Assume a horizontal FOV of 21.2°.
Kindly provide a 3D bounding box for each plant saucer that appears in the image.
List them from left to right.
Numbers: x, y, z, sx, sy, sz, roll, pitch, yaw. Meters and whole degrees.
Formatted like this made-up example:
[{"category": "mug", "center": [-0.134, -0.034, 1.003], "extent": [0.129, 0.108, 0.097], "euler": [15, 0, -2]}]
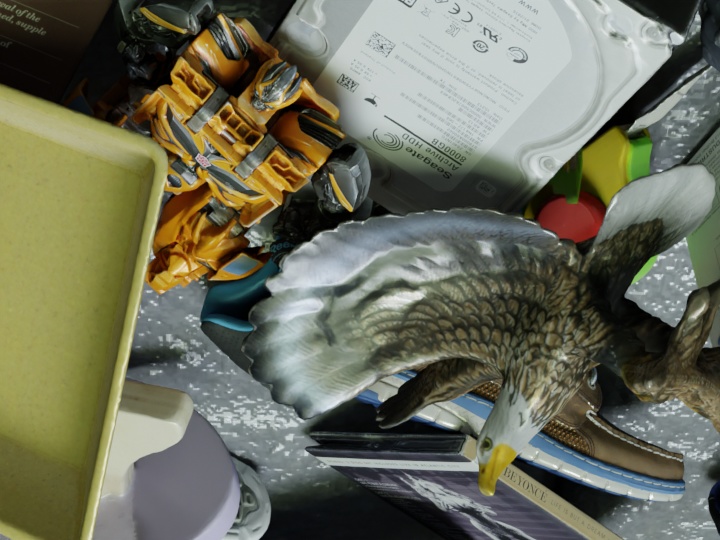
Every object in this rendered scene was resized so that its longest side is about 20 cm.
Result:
[{"category": "plant saucer", "center": [-0.179, 0.003, 0.872], "extent": [0.199, 0.048, 0.201], "euler": [21, 110, 19]}]

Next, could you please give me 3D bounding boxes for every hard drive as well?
[{"category": "hard drive", "center": [0.037, -0.093, 0.825], "extent": [0.139, 0.038, 0.200], "euler": [32, 147, -7]}]

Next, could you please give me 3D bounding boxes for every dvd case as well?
[{"category": "dvd case", "center": [0.082, 0.145, 1.124], "extent": [0.200, 0.016, 0.148], "euler": [35, 158, -30]}]

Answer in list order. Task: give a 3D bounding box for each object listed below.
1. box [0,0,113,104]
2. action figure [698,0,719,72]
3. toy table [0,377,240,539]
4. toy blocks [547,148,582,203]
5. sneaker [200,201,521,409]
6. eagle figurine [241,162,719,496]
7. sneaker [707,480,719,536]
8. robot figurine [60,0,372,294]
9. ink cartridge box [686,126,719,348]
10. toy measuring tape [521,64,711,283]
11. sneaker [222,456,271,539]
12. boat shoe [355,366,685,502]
[{"category": "box", "center": [-0.136, -0.176, 0.838], "extent": [0.100, 0.075, 0.200], "euler": [21, 127, -18]}, {"category": "action figure", "center": [0.171, -0.132, 0.814], "extent": [0.104, 0.193, 0.201], "euler": [-30, 92, 3]}, {"category": "toy table", "center": [-0.170, 0.086, 1.017], "extent": [0.199, 0.185, 0.117], "euler": [-1, 144, 9]}, {"category": "toy blocks", "center": [0.034, -0.120, 0.891], "extent": [0.136, 0.100, 0.200], "euler": [4, 141, 11]}, {"category": "sneaker", "center": [0.000, 0.000, 1.002], "extent": [0.082, 0.073, 0.200], "euler": [35, 122, -27]}, {"category": "eagle figurine", "center": [0.066, 0.030, 0.871], "extent": [0.199, 0.151, 0.152], "euler": [13, 129, 37]}, {"category": "sneaker", "center": [0.274, 0.152, 1.155], "extent": [0.115, 0.081, 0.200], "euler": [-16, 124, 18]}, {"category": "robot figurine", "center": [-0.075, -0.052, 0.878], "extent": [0.145, 0.058, 0.200], "euler": [43, 156, -9]}, {"category": "ink cartridge box", "center": [0.229, -0.008, 0.915], "extent": [0.076, 0.201, 0.137], "euler": [22, 129, -21]}, {"category": "toy measuring tape", "center": [0.146, -0.042, 0.967], "extent": [0.073, 0.074, 0.200], "euler": [35, 123, -29]}, {"category": "sneaker", "center": [-0.159, 0.149, 1.134], "extent": [0.199, 0.078, 0.100], "euler": [16, 134, -15]}, {"category": "boat shoe", "center": [0.097, 0.070, 1.061], "extent": [0.199, 0.072, 0.073], "euler": [22, 85, -13]}]
